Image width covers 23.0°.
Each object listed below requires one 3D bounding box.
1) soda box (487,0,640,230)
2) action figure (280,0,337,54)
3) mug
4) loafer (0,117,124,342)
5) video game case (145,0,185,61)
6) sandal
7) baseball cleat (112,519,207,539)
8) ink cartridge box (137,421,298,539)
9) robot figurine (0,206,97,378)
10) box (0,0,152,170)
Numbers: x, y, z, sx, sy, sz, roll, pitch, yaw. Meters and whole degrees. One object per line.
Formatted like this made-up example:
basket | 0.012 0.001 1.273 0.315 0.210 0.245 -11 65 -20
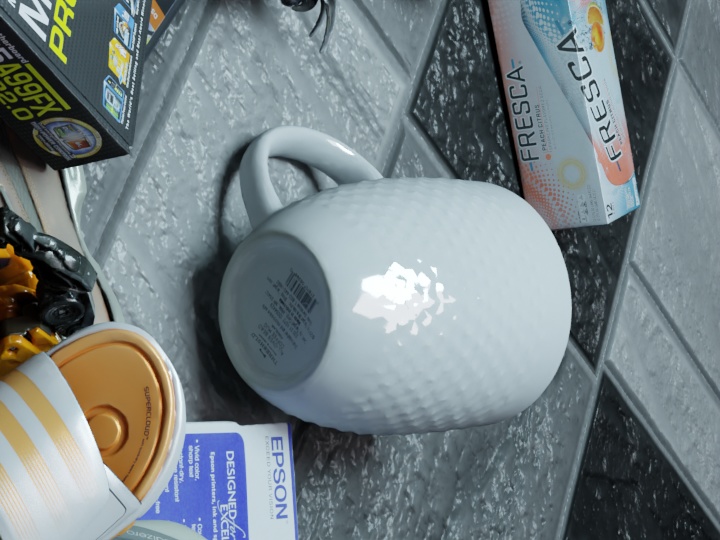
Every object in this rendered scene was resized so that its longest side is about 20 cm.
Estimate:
soda box | 0.148 -0.132 1.296 0.063 0.068 0.202 -26 107 -54
action figure | -0.043 -0.226 0.999 0.201 0.102 0.119 58 10 -26
mug | 0.000 0.000 1.015 0.175 0.148 0.201 -1 55 -49
loafer | -0.156 0.005 0.819 0.063 0.072 0.201 1 65 -39
video game case | -0.160 -0.191 0.896 0.201 0.025 0.181 58 41 -33
sandal | -0.154 0.100 0.701 0.206 0.059 0.079 -40 84 -12
baseball cleat | -0.134 0.143 0.755 0.199 0.106 0.070 -7 101 -33
ink cartridge box | -0.105 0.177 0.899 0.199 0.047 0.199 7 77 -56
robot figurine | -0.194 -0.003 0.706 0.200 0.144 0.059 49 22 -57
box | -0.149 -0.171 0.799 0.160 0.044 0.201 52 34 -51
